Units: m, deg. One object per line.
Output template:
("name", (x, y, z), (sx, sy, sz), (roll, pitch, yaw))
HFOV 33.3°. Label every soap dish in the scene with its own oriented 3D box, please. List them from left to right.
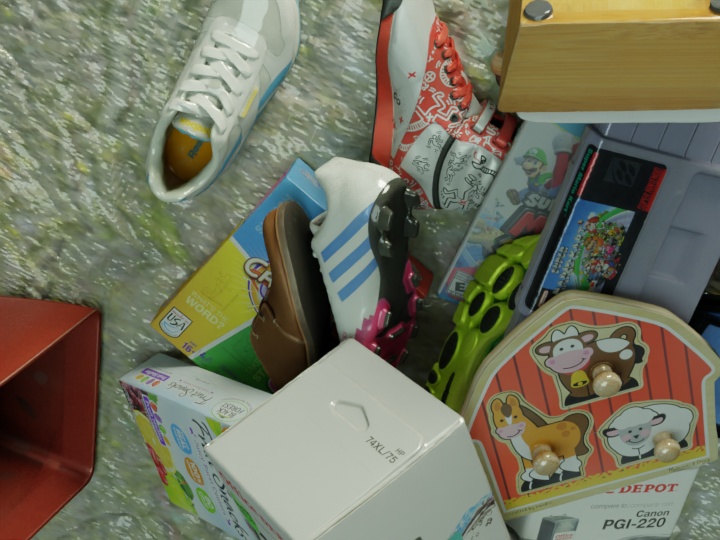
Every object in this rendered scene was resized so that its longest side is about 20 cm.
("soap dish", (0.172, -0.186, 0.770), (0.157, 0.200, 0.081), (1, 142, 13))

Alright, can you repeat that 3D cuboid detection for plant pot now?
("plant pot", (-0.362, 0.130, 1.071), (0.176, 0.200, 0.200), (19, 120, 16))

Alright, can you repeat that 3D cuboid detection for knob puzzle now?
("knob puzzle", (0.164, 0.097, 0.858), (0.219, 0.030, 0.220), (-4, 127, -5))

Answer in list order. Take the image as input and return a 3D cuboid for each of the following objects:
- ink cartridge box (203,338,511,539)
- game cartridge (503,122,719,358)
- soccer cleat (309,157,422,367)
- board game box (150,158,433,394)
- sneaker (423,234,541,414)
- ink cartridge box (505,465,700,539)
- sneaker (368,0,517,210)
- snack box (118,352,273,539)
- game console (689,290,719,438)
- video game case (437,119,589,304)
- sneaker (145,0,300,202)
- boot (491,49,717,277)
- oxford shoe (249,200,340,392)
("ink cartridge box", (0.008, 0.187, 0.903), (0.146, 0.147, 0.200), (-36, 127, -18))
("game cartridge", (0.188, -0.020, 0.829), (0.129, 0.038, 0.200), (10, 114, -22))
("soccer cleat", (0.000, 0.000, 0.943), (0.086, 0.070, 0.200), (26, 132, 30))
("board game box", (-0.061, 0.025, 1.023), (0.153, 0.040, 0.200), (40, 118, -9))
("sneaker", (0.114, 0.056, 0.922), (0.083, 0.074, 0.200), (12, 122, -25))
("ink cartridge box", (0.180, 0.213, 1.018), (0.145, 0.085, 0.200), (2, 119, -18))
("sneaker", (0.066, -0.135, 0.897), (0.108, 0.067, 0.202), (8, 122, 7))
("snack box", (-0.119, 0.159, 1.041), (0.200, 0.053, 0.142), (13, 129, 49))
("game console", (0.315, 0.089, 0.910), (0.200, 0.116, 0.176), (19, 121, -11))
("video game case", (0.159, -0.029, 0.900), (0.143, 0.018, 0.200), (22, 129, -3))
("sneaker", (-0.106, -0.139, 0.925), (0.076, 0.081, 0.200), (26, 119, 0))
("boot", (0.186, -0.078, 0.895), (0.200, 0.072, 0.167), (9, 117, 4))
("oxford shoe", (-0.060, 0.038, 0.968), (0.071, 0.071, 0.200), (1, 119, 18))
